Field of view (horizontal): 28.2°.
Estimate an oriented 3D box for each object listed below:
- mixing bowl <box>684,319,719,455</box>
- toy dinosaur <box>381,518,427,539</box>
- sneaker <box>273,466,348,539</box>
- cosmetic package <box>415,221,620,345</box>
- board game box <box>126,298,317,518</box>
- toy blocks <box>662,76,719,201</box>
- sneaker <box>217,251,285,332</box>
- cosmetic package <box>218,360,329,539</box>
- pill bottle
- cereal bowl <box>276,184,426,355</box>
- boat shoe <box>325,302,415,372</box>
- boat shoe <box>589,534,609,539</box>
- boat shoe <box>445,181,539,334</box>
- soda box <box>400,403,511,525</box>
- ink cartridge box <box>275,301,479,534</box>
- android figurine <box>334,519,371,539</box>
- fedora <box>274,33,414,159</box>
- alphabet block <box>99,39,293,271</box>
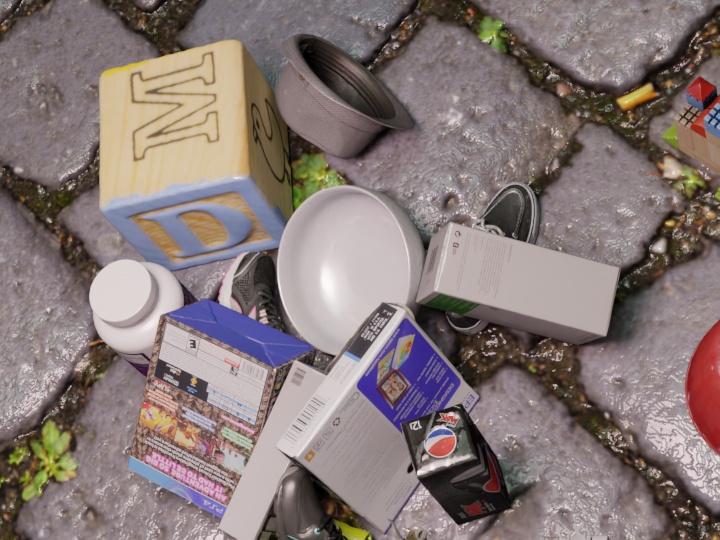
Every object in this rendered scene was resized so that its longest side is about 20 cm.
[{"bbox_3d":[0.441,0.105,1.520,0.199,0.108,0.201,-7,63,14],"label":"mixing bowl"},{"bbox_3d":[0.065,0.369,1.533,0.102,0.077,0.201,7,90,7],"label":"toy dinosaur"},{"bbox_3d":[-0.032,0.298,1.517,0.079,0.075,0.201,-12,102,25],"label":"sneaker"},{"bbox_3d":[0.174,0.016,1.598,0.199,0.108,0.085,15,79,-5],"label":"cosmetic package"},{"bbox_3d":[-0.158,0.159,1.633,0.159,0.097,0.201,23,111,22],"label":"board game box"},{"bbox_3d":[0.429,-0.149,1.626,0.100,0.137,0.200,-46,61,-7],"label":"toy blocks"},{"bbox_3d":[-0.118,0.077,1.722,0.086,0.080,0.201,-5,75,37],"label":"sneaker"},{"bbox_3d":[-0.078,0.205,1.578,0.050,0.082,0.201,24,89,24],"label":"cosmetic package"},{"bbox_3d":[-0.244,0.062,1.706,0.112,0.200,0.113,-7,64,14],"label":"pill bottle"},{"bbox_3d":[0.000,0.000,1.705,0.199,0.083,0.201,1,91,35],"label":"cereal bowl"},{"bbox_3d":[-0.010,0.117,1.634,0.067,0.057,0.200,43,117,22],"label":"boat shoe"},{"bbox_3d":[0.221,0.371,1.490,0.067,0.072,0.201,5,75,18],"label":"boat shoe"},{"bbox_3d":[0.151,-0.025,1.696,0.073,0.068,0.200,24,75,26],"label":"boat shoe"},{"bbox_3d":[0.105,0.209,1.524,0.070,0.200,0.064,-19,63,8],"label":"soda box"},{"bbox_3d":[0.024,0.165,1.582,0.043,0.200,0.198,26,74,44],"label":"ink cartridge box"},{"bbox_3d":[-0.056,0.364,1.595,0.199,0.041,0.183,14,72,21],"label":"android figurine"},{"bbox_3d":[-0.036,-0.208,1.811,0.200,0.177,0.090,47,115,22],"label":"fedora"},{"bbox_3d":[-0.204,-0.139,1.795,0.195,0.195,0.201,-11,64,11],"label":"alphabet block"}]
